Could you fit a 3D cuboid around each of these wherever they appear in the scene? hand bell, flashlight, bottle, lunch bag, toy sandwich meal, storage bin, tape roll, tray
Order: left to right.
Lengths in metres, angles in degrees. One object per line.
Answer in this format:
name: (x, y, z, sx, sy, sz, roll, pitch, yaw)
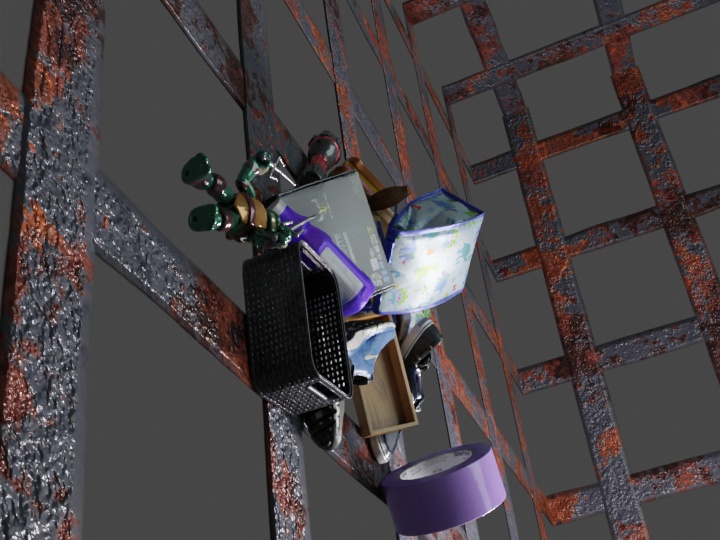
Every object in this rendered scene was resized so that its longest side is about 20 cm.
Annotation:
storage bin: (-0.087, 0.080, 1.334, 0.135, 0.092, 0.203, 45, 31, -56)
bottle: (-0.068, -0.020, 1.451, 0.200, 0.083, 0.066, 46, 63, -15)
flashlight: (-0.075, -0.192, 1.756, 0.201, 0.067, 0.069, -76, 146, -65)
hand bell: (-0.009, -0.101, 1.632, 0.104, 0.197, 0.106, -19, 90, -76)
toy sandwich meal: (0.022, -0.129, 1.869, 0.071, 0.203, 0.206, -54, 142, -14)
tray: (0.026, 0.175, 1.658, 0.097, 0.037, 0.204, -6, 75, -31)
lunch bag: (0.099, -0.027, 1.665, 0.199, 0.126, 0.173, -27, 137, -45)
tape roll: (0.138, 0.365, 1.632, 0.200, 0.197, 0.086, -16, 86, -75)

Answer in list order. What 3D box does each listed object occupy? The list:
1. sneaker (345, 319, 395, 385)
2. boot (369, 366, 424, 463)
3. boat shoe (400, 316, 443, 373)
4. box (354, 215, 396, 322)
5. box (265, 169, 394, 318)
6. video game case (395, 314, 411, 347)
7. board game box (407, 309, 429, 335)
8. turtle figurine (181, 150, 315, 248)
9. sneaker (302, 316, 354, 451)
sneaker: (-0.007, 0.136, 1.584, 0.199, 0.077, 0.091, -25, 111, -52)
boot: (0.065, 0.246, 1.711, 0.202, 0.089, 0.073, -88, 155, -53)
boat shoe: (0.103, 0.160, 1.801, 0.057, 0.068, 0.201, 43, -32, 15)
box: (0.000, 0.000, 1.736, 0.119, 0.032, 0.204, -3, 70, -29)
box: (-0.046, -0.042, 1.543, 0.051, 0.156, 0.204, -15, -86, 60)
video game case: (0.066, 0.087, 1.865, 0.201, 0.018, 0.145, 100, -14, -54)
board game box: (0.106, 0.049, 2.099, 0.200, 0.036, 0.154, 38, 59, -62)
turtle figurine: (-0.146, -0.080, 1.277, 0.199, 0.100, 0.151, 12, 43, -55)
sneaker: (-0.041, 0.167, 1.424, 0.090, 0.066, 0.203, 20, 48, -43)
